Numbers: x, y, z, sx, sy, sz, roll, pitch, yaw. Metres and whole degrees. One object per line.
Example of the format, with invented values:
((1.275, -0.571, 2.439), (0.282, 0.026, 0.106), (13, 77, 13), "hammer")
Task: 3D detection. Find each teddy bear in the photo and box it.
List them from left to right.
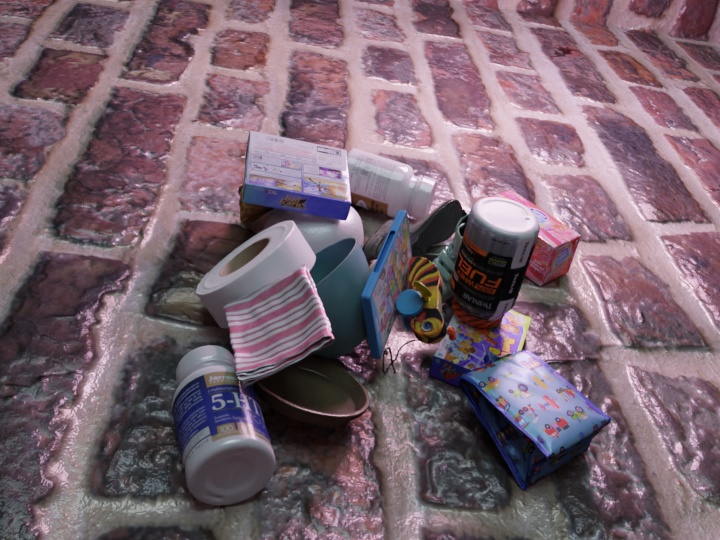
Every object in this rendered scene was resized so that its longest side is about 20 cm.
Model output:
((-0.181, -0.154, 1.581), (0.199, 0.144, 0.068), (-32, 88, -45), "teddy bear")

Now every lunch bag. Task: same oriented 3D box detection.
((0.252, 0.201, 1.221), (0.148, 0.095, 0.201), (-17, 55, -34), "lunch bag")

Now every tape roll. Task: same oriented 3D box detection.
((-0.173, 0.005, 1.317), (0.200, 0.071, 0.203), (-31, 19, 12), "tape roll")

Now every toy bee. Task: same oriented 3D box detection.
((0.114, 0.079, 1.336), (0.106, 0.205, 0.131), (7, -6, 20), "toy bee")

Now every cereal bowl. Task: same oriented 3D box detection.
((-0.092, -0.093, 1.530), (0.195, 0.085, 0.201), (-3, 25, 1), "cereal bowl")

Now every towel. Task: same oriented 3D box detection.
((-0.122, 0.070, 1.135), (0.144, 0.030, 0.201), (-26, 34, 0), "towel")

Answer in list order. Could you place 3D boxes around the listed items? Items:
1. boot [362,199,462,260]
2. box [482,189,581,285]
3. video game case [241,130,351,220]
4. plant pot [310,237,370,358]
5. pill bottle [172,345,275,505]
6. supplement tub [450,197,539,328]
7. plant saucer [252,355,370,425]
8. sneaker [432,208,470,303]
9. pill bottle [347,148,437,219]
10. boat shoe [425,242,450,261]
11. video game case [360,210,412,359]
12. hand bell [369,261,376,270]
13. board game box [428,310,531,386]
((0.097, -0.082, 1.557), (0.200, 0.069, 0.129), (-42, 39, -23), "boot")
((0.342, -0.072, 1.657), (0.101, 0.096, 0.199), (-18, 44, -37), "box")
((-0.119, -0.178, 1.495), (0.195, 0.046, 0.183), (10, 38, -12), "video game case")
((-0.052, 0.061, 1.298), (0.136, 0.198, 0.201), (55, 35, -14), "plant pot")
((-0.194, 0.203, 1.093), (0.117, 0.122, 0.201), (-4, 38, -21), "pill bottle")
((0.223, -0.010, 1.363), (0.119, 0.203, 0.124), (7, 34, -5), "supplement tub")
((-0.081, 0.175, 1.196), (0.196, 0.030, 0.200), (18, 14, -5), "plant saucer")
((0.163, -0.027, 1.454), (0.201, 0.118, 0.074), (-46, 62, -4), "sneaker")
((0.058, -0.178, 1.704), (0.196, 0.116, 0.115), (18, 35, 9), "pill bottle")
((0.200, 0.002, 1.533), (0.197, 0.073, 0.061), (16, 44, 15), "boat shoe")
((0.047, 0.022, 1.309), (0.017, 0.145, 0.202), (9, 47, 18), "video game case")
((0.000, 0.000, 1.487), (0.197, 0.106, 0.103), (20, 33, 34), "hand bell")
((0.210, 0.130, 1.381), (0.132, 0.046, 0.201), (20, 36, 11), "board game box")
